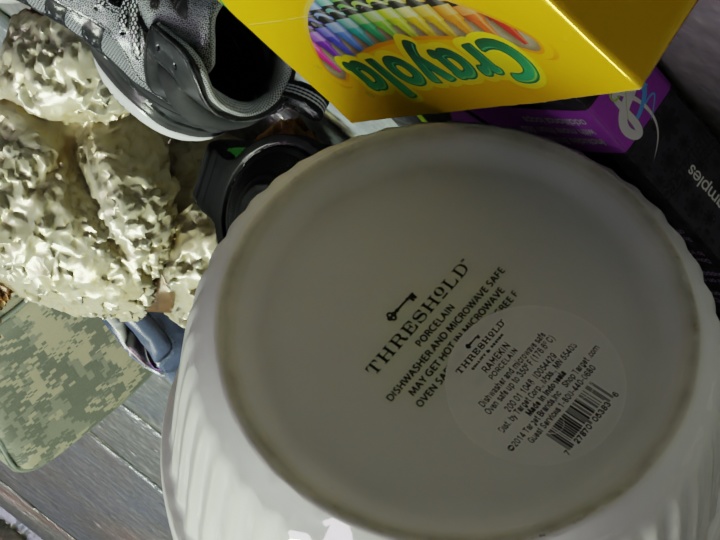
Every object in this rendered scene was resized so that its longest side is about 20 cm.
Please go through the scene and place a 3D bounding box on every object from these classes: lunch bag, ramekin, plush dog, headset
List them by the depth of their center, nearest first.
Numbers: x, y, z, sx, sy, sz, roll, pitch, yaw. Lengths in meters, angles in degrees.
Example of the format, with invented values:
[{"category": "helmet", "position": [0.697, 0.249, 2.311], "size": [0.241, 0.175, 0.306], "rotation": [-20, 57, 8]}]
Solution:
[{"category": "ramekin", "position": [0.030, 0.044, 0.844], "size": [0.200, 0.200, 0.105], "rotation": [32, 153, 17]}, {"category": "headset", "position": [0.000, 0.000, 1.019], "size": [0.123, 0.094, 0.200], "rotation": [14, -170, -23]}, {"category": "plush dog", "position": [-0.093, -0.021, 1.173], "size": [0.171, 0.161, 0.200], "rotation": [13, 164, -3]}, {"category": "lunch bag", "position": [-0.224, 0.005, 1.527], "size": [0.168, 0.139, 0.200], "rotation": [48, 170, 24]}]

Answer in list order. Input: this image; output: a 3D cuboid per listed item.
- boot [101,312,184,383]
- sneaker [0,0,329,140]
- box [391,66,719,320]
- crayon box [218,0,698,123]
[{"category": "boot", "position": [-0.071, 0.035, 1.341], "size": [0.073, 0.090, 0.200], "rotation": [16, 154, 52]}, {"category": "sneaker", "position": [-0.094, -0.121, 0.984], "size": [0.200, 0.076, 0.114], "rotation": [39, 165, -30]}, {"category": "box", "position": [0.102, -0.015, 0.929], "size": [0.200, 0.036, 0.143], "rotation": [44, 163, -27]}, {"category": "crayon box", "position": [-0.007, -0.126, 0.799], "size": [0.172, 0.058, 0.200], "rotation": [42, 164, -20]}]
